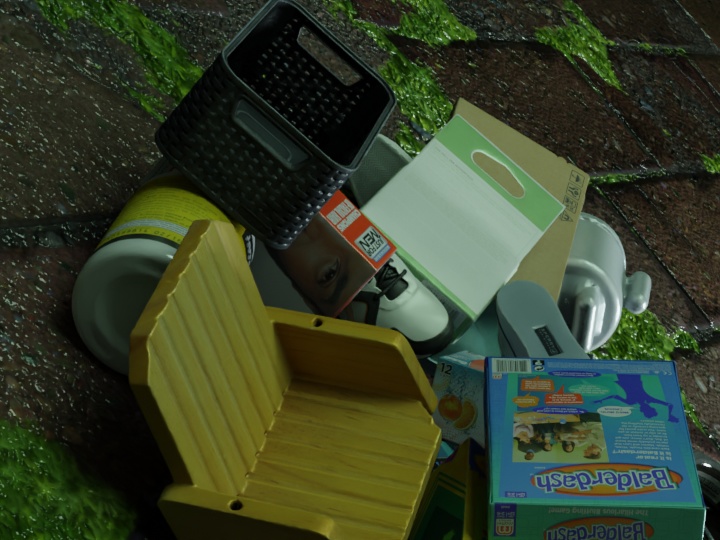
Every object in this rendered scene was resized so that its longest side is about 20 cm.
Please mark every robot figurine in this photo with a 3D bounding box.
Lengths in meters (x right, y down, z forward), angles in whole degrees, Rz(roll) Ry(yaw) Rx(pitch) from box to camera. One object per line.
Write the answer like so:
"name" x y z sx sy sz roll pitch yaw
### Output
"robot figurine" 0.216 0.011 1.907 0.168 0.114 0.200 12 28 6

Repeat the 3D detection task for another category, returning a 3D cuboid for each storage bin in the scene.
"storage bin" -0.064 -0.121 1.464 0.135 0.094 0.200 41 27 -6

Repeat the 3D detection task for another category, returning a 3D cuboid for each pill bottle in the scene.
"pill bottle" -0.142 -0.010 1.417 0.111 0.111 0.200 39 26 -10

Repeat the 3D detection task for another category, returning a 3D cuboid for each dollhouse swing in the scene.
"dollhouse swing" -0.045 0.083 1.274 0.180 0.177 0.201 10 41 14

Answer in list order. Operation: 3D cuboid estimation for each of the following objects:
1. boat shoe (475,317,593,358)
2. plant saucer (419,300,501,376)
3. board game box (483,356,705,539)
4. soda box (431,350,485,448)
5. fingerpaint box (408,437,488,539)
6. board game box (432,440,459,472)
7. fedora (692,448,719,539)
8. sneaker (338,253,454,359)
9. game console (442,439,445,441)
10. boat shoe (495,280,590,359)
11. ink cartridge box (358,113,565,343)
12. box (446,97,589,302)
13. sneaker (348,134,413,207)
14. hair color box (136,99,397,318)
"boat shoe" 0.199 0.102 1.797 0.200 0.068 0.072 40 26 -5
"plant saucer" 0.063 0.036 1.721 0.199 0.036 0.201 28 33 -20
"board game box" 0.166 0.133 1.358 0.150 0.045 0.201 2 28 3
"soda box" 0.154 0.128 1.518 0.198 0.069 0.063 18 10 22
"fingerpaint box" 0.127 0.246 1.360 0.200 0.073 0.167 39 23 -14
"board game box" 0.078 0.228 1.460 0.150 0.047 0.201 6 45 -53
"fedora" 0.266 0.230 1.416 0.177 0.090 0.200 45 19 -13
"sneaker" 0.000 0.000 1.608 0.199 0.080 0.074 38 59 13
"game console" 0.168 0.162 1.619 0.199 0.175 0.118 3 75 -53
"boat shoe" 0.164 0.108 1.639 0.074 0.087 0.203 -12 47 -15
"ink cartridge box" 0.088 -0.043 1.723 0.145 0.048 0.200 41 44 3
"box" 0.138 -0.060 1.811 0.163 0.021 0.201 30 50 -11
"sneaker" 0.067 -0.062 1.857 0.201 0.073 0.116 52 23 -4
"hair color box" -0.080 -0.044 1.560 0.200 0.111 0.064 44 26 0
